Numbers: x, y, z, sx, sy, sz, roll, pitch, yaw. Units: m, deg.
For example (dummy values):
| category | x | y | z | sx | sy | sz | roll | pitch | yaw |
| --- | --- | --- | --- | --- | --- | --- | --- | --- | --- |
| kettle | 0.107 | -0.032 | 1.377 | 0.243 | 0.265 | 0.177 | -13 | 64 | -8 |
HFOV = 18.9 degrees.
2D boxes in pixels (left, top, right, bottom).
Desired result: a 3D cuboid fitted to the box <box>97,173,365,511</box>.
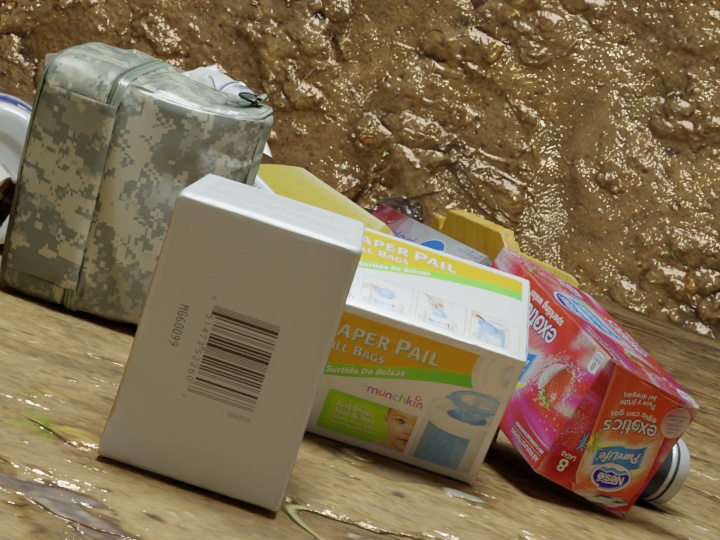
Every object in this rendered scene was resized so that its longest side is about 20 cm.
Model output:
| category | x | y | z | sx | sy | sz | roll | pitch | yaw |
| --- | --- | --- | --- | --- | --- | --- | --- | --- | --- |
| box | -0.069 | 0.035 | 1.251 | 0.106 | 0.153 | 0.200 | 18 | 5 | -1 |

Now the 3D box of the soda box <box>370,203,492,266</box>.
| category | x | y | z | sx | sy | sz | roll | pitch | yaw |
| --- | --- | --- | --- | --- | --- | --- | --- | --- | --- |
| soda box | 0.055 | 0.006 | 1.890 | 0.070 | 0.063 | 0.200 | 56 | -13 | -27 |

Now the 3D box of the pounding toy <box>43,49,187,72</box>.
| category | x | y | z | sx | sy | sz | roll | pitch | yaw |
| --- | --- | --- | --- | --- | --- | --- | --- | --- | --- |
| pounding toy | -0.201 | -0.094 | 2.076 | 0.141 | 0.202 | 0.184 | -1 | -7 | 24 |

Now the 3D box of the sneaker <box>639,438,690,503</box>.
| category | x | y | z | sx | sy | sz | roll | pitch | yaw |
| --- | --- | --- | --- | --- | --- | --- | --- | --- | --- |
| sneaker | 0.175 | 0.115 | 1.694 | 0.079 | 0.079 | 0.200 | 22 | 5 | -28 |

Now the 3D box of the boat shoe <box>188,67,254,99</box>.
| category | x | y | z | sx | sy | sz | roll | pitch | yaw |
| --- | --- | --- | --- | --- | --- | --- | --- | --- | --- |
| boat shoe | -0.172 | -0.081 | 1.788 | 0.086 | 0.203 | 0.075 | 34 | 4 | 29 |

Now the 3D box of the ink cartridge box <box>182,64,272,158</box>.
| category | x | y | z | sx | sy | sz | roll | pitch | yaw |
| --- | --- | --- | --- | --- | --- | --- | --- | --- | --- |
| ink cartridge box | -0.171 | -0.110 | 1.949 | 0.199 | 0.117 | 0.068 | -17 | -12 | -21 |

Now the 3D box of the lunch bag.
| category | x | y | z | sx | sy | sz | roll | pitch | yaw |
| --- | --- | --- | --- | --- | --- | --- | --- | --- | --- |
| lunch bag | -0.163 | -0.056 | 1.638 | 0.167 | 0.201 | 0.139 | 18 | 13 | 10 |

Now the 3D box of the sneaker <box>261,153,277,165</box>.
| category | x | y | z | sx | sy | sz | roll | pitch | yaw |
| --- | --- | --- | --- | --- | --- | --- | --- | --- | --- |
| sneaker | -0.159 | -0.120 | 1.850 | 0.199 | 0.076 | 0.071 | 13 | 18 | -12 |

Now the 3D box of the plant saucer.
| category | x | y | z | sx | sy | sz | roll | pitch | yaw |
| --- | --- | --- | --- | --- | --- | --- | --- | --- | --- |
| plant saucer | 0.000 | 0.000 | 1.789 | 0.200 | 0.048 | 0.200 | 37 | -15 | 50 |

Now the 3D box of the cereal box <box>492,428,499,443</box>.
| category | x | y | z | sx | sy | sz | roll | pitch | yaw |
| --- | --- | --- | --- | --- | --- | --- | --- | --- | --- |
| cereal box | 0.000 | 0.081 | 1.635 | 0.199 | 0.040 | 0.144 | 21 | 5 | 21 |

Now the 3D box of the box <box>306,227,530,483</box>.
| category | x | y | z | sx | sy | sz | roll | pitch | yaw |
| --- | --- | --- | --- | --- | --- | --- | --- | --- | --- |
| box | 0.004 | 0.045 | 1.466 | 0.199 | 0.113 | 0.102 | 17 | 32 | -5 |

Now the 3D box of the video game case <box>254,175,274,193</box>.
| category | x | y | z | sx | sy | sz | roll | pitch | yaw |
| --- | --- | --- | --- | --- | --- | --- | --- | --- | --- |
| video game case | -0.043 | -0.008 | 1.740 | 0.200 | 0.018 | 0.143 | 46 | -10 | 12 |

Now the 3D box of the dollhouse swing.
| category | x | y | z | sx | sy | sz | roll | pitch | yaw |
| --- | --- | --- | --- | --- | --- | --- | --- | --- | --- |
| dollhouse swing | 0.186 | 0.038 | 2.124 | 0.174 | 0.183 | 0.200 | -2 | 12 | -20 |

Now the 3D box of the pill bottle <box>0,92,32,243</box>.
| category | x | y | z | sx | sy | sz | roll | pitch | yaw |
| --- | --- | --- | --- | --- | --- | --- | --- | --- | --- |
| pill bottle | -0.320 | -0.093 | 1.873 | 0.119 | 0.121 | 0.200 | 17 | 5 | -11 |

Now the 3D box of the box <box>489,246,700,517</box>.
| category | x | y | z | sx | sy | sz | roll | pitch | yaw |
| --- | --- | --- | --- | --- | --- | --- | --- | --- | --- |
| box | 0.148 | 0.078 | 1.587 | 0.095 | 0.100 | 0.200 | 27 | 13 | -29 |

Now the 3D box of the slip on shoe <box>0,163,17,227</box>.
| category | x | y | z | sx | sy | sz | roll | pitch | yaw |
| --- | --- | --- | --- | --- | --- | --- | --- | --- | --- |
| slip on shoe | -0.300 | -0.055 | 1.640 | 0.060 | 0.076 | 0.200 | 35 | -5 | -1 |
